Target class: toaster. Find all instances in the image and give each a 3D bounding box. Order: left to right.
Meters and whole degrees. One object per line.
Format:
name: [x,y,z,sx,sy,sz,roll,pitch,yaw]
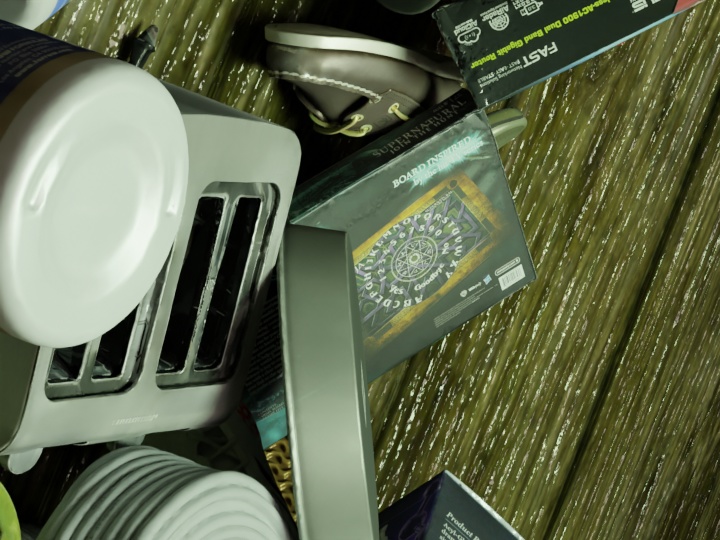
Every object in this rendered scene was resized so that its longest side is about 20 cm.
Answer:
toaster: [-0.132,-0.013,1.064,0.181,0.118,0.201,-1,108,-60]

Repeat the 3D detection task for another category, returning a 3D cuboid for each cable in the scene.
cable: [-0.096,0.187,1.066,0.200,0.069,0.201,-50,137,-45]

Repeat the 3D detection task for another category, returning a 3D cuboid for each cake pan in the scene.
cake pan: [-0.016,0.067,1.172,0.200,0.037,0.201,-6,90,-88]

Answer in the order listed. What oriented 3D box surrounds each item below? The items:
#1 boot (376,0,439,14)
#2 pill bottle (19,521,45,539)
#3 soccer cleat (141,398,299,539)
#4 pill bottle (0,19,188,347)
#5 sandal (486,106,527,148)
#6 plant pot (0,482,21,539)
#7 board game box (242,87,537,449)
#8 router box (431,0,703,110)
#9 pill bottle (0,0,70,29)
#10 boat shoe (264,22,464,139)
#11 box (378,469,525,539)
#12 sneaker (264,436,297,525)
boot: [0.067,-0.234,1.233,0.201,0.069,0.174,-67,169,25]
pill bottle: [-0.159,0.186,1.143,0.200,0.116,0.116,18,92,-61]
soccer cleat: [-0.070,0.126,1.210,0.068,0.085,0.201,-26,93,-10]
pill bottle: [-0.175,-0.051,0.883,0.111,0.199,0.112,-36,136,-45]
sandal: [0.037,-0.016,1.369,0.201,0.057,0.080,-52,176,-9]
plant pot: [-0.241,0.104,0.886,0.200,0.184,0.201,-37,137,-45]
board game box: [0.000,0.000,1.290,0.200,0.028,0.136,-31,129,-14]
router box: [0.126,-0.154,1.289,0.062,0.149,0.200,64,10,-3]
pill bottle: [-0.117,-0.195,0.981,0.200,0.113,0.114,-45,143,-37]
boat shoe: [0.002,-0.103,1.285,0.200,0.072,0.060,2,103,-65]
box: [0.015,0.237,1.291,0.104,0.148,0.200,43,33,-15]
sneaker: [-0.059,0.183,1.320,0.090,0.075,0.201,99,10,-58]
